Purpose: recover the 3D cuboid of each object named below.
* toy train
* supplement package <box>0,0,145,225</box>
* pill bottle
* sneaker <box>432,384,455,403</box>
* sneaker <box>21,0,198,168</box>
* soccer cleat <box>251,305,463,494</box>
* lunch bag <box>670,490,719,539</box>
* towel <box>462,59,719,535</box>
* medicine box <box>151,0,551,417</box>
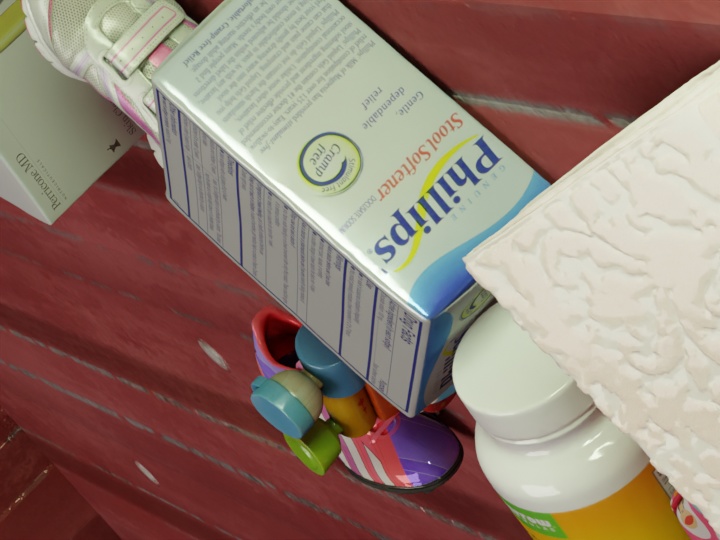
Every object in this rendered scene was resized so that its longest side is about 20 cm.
[{"bbox_3d":[-0.001,0.088,1.849,0.085,0.116,0.200,37,164,29],"label":"toy train"},{"bbox_3d":[-0.255,-0.153,1.884,0.156,0.111,0.200,28,159,49],"label":"supplement package"},{"bbox_3d":[0.129,0.101,1.519,0.111,0.111,0.200,28,162,47],"label":"pill bottle"},{"bbox_3d":[0.000,0.000,1.672,0.200,0.081,0.077,36,165,33],"label":"sneaker"},{"bbox_3d":[-0.114,-0.120,1.669,0.200,0.081,0.088,43,167,-31],"label":"sneaker"},{"bbox_3d":[-0.008,0.090,1.982,0.200,0.068,0.073,34,158,44],"label":"soccer cleat"},{"bbox_3d":[0.223,0.122,1.398,0.176,0.082,0.200,43,166,8],"label":"lunch bag"},{"bbox_3d":[0.167,0.021,1.228,0.200,0.032,0.191,46,139,-8],"label":"towel"},{"bbox_3d":[-0.006,-0.041,1.527,0.200,0.103,0.182,41,165,11],"label":"medicine box"}]
